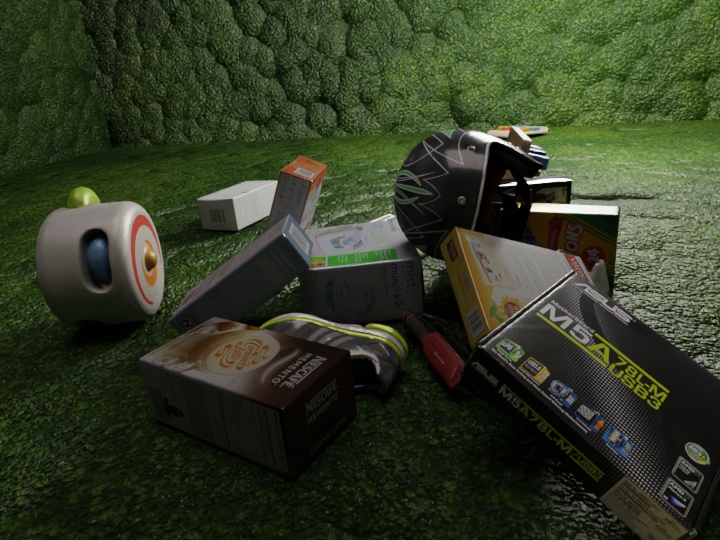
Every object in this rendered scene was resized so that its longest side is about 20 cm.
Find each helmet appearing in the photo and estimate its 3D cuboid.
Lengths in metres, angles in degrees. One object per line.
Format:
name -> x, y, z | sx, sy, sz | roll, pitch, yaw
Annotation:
helmet -> 0.138, -0.101, 0.739 | 0.189, 0.202, 0.200 | 5, 16, -26

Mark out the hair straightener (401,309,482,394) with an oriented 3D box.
hair straightener -> 0.104, 0.095, 0.663 | 0.076, 0.041, 0.200 | 16, 8, -21

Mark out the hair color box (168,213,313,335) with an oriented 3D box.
hair color box -> -0.161, 0.014, 0.741 | 0.199, 0.061, 0.099 | -35, 18, 11

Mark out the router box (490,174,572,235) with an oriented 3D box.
router box -> 0.245, -0.077, 0.897 | 0.197, 0.151, 0.051 | -4, 21, 1

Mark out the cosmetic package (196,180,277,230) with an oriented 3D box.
cosmetic package -> -0.296, -0.165, 1.330 | 0.112, 0.082, 0.200 | 2, 23, 22

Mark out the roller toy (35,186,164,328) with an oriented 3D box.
roller toy -> -0.378, -0.008, 0.808 | 0.138, 0.201, 0.184 | -6, 44, -4

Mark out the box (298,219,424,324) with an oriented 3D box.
box -> 0.000, 0.000, 0.829 | 0.174, 0.098, 0.200 | -6, 21, 1

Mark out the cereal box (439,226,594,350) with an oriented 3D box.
cereal box -> 0.196, 0.032, 0.607 | 0.198, 0.040, 0.145 | 11, 47, -24

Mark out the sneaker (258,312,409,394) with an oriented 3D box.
sneaker -> -0.046, 0.100, 0.617 | 0.198, 0.075, 0.081 | 0, 24, 15

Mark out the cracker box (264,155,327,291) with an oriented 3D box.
cracker box -> -0.119, -0.083, 0.916 | 0.057, 0.202, 0.134 | 19, 23, -1

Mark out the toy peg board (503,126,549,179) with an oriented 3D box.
toy peg board -> 0.333, -0.170, 1.081 | 0.097, 0.201, 0.200 | 13, 23, 3

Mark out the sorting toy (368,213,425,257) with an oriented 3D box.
sorting toy -> 0.087, -0.083, 1.102 | 0.199, 0.037, 0.184 | 14, 28, 39

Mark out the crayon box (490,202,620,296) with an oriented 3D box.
crayon box -> 0.284, -0.035, 0.817 | 0.198, 0.128, 0.051 | 5, 23, 27

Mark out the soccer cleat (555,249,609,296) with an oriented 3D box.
soccer cleat -> 0.253, 0.006, 0.770 | 0.198, 0.087, 0.070 | 8, 24, 30

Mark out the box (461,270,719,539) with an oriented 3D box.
box -> 0.221, 0.104, 0.475 | 0.192, 0.048, 0.200 | -25, 57, -38

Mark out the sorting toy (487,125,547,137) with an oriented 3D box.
sorting toy -> 0.678, -0.606, 2.303 | 0.199, 0.037, 0.184 | -20, 26, -34

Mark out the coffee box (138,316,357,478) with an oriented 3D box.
coffee box -> -0.117, 0.121, 0.559 | 0.198, 0.081, 0.114 | 9, 25, 30
